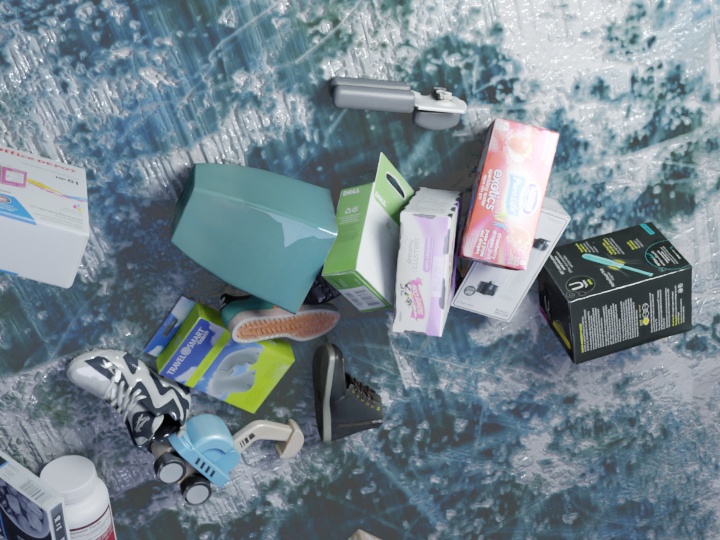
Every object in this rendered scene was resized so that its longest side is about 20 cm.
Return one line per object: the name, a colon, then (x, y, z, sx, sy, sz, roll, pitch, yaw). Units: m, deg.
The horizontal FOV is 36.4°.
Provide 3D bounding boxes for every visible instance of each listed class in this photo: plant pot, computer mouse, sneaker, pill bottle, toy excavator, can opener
plant pot: (-0.154, -0.061, 1.518, 0.199, 0.141, 0.142, 21, 115, -18)
computer mouse: (0.000, 0.000, 1.653, 0.200, 0.046, 0.141, -35, 120, -5)
sneaker: (-0.343, 0.198, 1.635, 0.199, 0.130, 0.080, 30, 110, -29)
sneaker: (-0.017, 0.186, 1.756, 0.106, 0.075, 0.200, -10, 133, -14)
pill bottle: (-0.453, 0.397, 1.744, 0.113, 0.113, 0.201, -7, 122, -10)
sneaker: (-0.121, 0.057, 1.645, 0.200, 0.080, 0.071, 0, 134, -40)
toy excavator: (-0.213, 0.281, 1.752, 0.200, 0.100, 0.195, -40, 125, 2)
can opener: (0.053, -0.229, 1.514, 0.199, 0.053, 0.067, 6, 121, -18)

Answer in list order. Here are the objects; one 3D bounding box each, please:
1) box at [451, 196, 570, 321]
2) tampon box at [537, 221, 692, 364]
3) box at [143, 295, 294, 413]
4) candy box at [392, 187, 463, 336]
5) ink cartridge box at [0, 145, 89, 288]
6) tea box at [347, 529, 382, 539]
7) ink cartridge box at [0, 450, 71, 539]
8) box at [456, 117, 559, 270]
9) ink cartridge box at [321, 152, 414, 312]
box: (0.221, -0.028, 1.682, 0.116, 0.060, 0.200, 15, 117, -23)
tampon box: (0.395, 0.033, 1.712, 0.199, 0.150, 0.127, -15, 124, -5)
box: (-0.215, 0.131, 1.677, 0.200, 0.048, 0.122, 27, 111, -29)
candy box: (0.096, -0.016, 1.544, 0.071, 0.200, 0.168, 6, 105, 8)
ink cartridge box: (-0.430, -0.076, 1.397, 0.144, 0.200, 0.085, 16, 113, -24)
tea box: (0.022, 0.609, 1.991, 0.200, 0.134, 0.197, 31, 109, -29)
ink cartridge box: (-0.518, 0.384, 1.680, 0.043, 0.198, 0.201, -35, 137, -41)
box: (0.207, -0.104, 1.546, 0.095, 0.100, 0.201, 14, 90, 0)
ink cartridge box: (0.014, -0.054, 1.540, 0.059, 0.201, 0.104, -10, 144, 32)
